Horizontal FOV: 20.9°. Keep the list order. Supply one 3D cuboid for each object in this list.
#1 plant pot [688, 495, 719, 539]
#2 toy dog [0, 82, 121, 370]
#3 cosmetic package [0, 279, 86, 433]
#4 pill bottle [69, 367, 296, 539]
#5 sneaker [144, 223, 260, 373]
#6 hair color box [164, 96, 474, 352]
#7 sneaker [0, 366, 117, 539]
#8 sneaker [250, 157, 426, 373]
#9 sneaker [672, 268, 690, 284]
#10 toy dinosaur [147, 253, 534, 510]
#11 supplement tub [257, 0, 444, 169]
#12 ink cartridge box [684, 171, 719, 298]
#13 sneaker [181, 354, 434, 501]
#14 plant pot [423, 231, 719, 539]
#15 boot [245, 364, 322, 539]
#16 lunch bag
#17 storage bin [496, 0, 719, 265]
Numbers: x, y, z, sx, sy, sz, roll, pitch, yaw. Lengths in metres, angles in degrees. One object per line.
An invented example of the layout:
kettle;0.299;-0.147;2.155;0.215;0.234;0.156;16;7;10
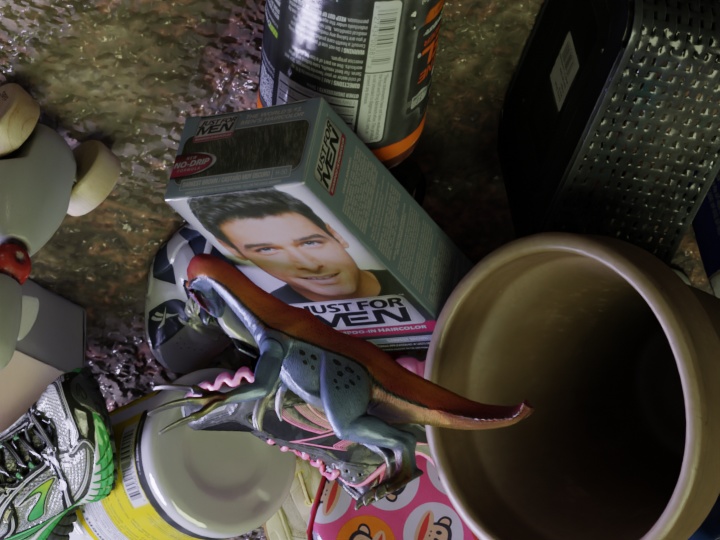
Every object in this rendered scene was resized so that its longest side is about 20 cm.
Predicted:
plant pot;0.152;0.197;1.407;0.200;0.180;0.200;-52;160;14
toy dog;-0.231;-0.022;1.214;0.096;0.200;0.132;-24;109;38
cosmetic package;-0.290;0.088;1.372;0.105;0.071;0.200;28;125;-30
pill bottle;-0.138;0.143;1.373;0.114;0.115;0.200;21;157;-25
sneaker;-0.090;0.028;1.298;0.079;0.130;0.199;22;128;-23
hair color box;-0.019;-0.021;1.176;0.098;0.061;0.200;-6;147;31
sneaker;-0.222;0.137;1.322;0.085;0.078;0.200;-2;145;-33
sneaker;0.000;0.000;1.341;0.087;0.076;0.201;-4;135;-46
sneaker;0.142;0.049;1.370;0.198;0.100;0.071;-1;136;-4
toy dinosaur;-0.025;0.053;1.169;0.199;0.182;0.105;-28;174;2
supplement tub;-0.007;-0.131;1.173;0.106;0.107;0.201;1;135;-8
ink cartridge box;0.259;0.004;1.341;0.039;0.100;0.201;-16;133;11
sneaker;-0.017;0.103;1.253;0.198;0.096;0.079;-3;179;8
plant pot;0.164;0.076;1.185;0.174;0.201;0.200;-4;145;-50
boot;-0.006;0.132;1.449;0.154;0.073;0.201;-8;136;1
lunch bag;0.046;0.124;1.315;0.175;0.201;0.082;20;178;25
storage bin;0.162;-0.111;1.189;0.093;0.136;0.201;7;133;-14
